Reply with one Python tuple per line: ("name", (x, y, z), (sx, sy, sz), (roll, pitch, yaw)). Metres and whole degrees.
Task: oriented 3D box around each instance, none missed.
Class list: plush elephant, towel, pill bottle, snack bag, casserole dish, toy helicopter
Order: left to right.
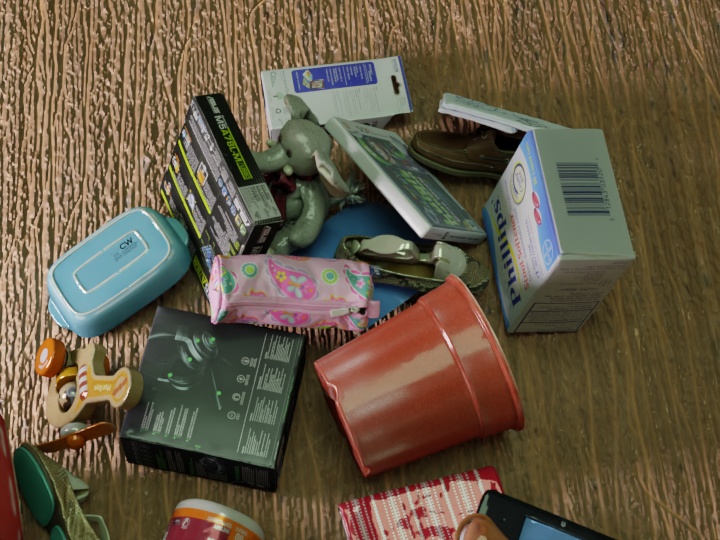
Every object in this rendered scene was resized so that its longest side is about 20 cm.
("toy helicopter", (-0.312, 0.148, 1.555), (0.079, 0.199, 0.133), (23, 71, -35))
("casserole dish", (-0.307, -0.004, 1.686), (0.199, 0.039, 0.121), (-35, 67, -8))
("pill bottle", (-0.186, 0.363, 1.479), (0.109, 0.110, 0.201), (17, 62, 5))
("plush elephant", (-0.088, -0.121, 1.693), (0.199, 0.155, 0.165), (-22, 46, -12))
("towel", (0.087, 0.314, 1.574), (0.198, 0.023, 0.145), (-12, 63, -10))
("snack bag", (0.199, -0.195, 1.780), (0.199, 0.189, 0.022), (16, 101, 0))

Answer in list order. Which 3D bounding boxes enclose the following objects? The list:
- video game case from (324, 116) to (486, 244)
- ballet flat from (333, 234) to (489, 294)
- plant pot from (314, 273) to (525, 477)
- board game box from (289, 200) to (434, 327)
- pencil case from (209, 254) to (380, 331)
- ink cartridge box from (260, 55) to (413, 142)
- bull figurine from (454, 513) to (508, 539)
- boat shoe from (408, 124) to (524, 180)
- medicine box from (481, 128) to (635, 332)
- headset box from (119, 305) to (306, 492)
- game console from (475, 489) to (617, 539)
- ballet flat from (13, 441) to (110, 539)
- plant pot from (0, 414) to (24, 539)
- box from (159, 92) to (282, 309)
("video game case", (0.061, -0.114, 1.728), (0.023, 0.181, 0.200), (-47, 69, 19))
("ballet flat", (0.066, -0.011, 1.671), (0.198, 0.075, 0.068), (7, 57, -1))
("plant pot", (0.061, 0.136, 1.583), (0.194, 0.201, 0.202), (-24, 66, -7))
("board game box", (0.000, 0.000, 1.729), (0.199, 0.039, 0.158), (-34, 65, -26))
("pencil case", (-0.079, 0.027, 1.593), (0.198, 0.088, 0.088), (5, 61, -11))
("ink cartridge box", (-0.033, -0.235, 1.850), (0.198, 0.039, 0.100), (-7, 62, -6))
("bull figurine", (0.166, 0.363, 1.479), (0.121, 0.065, 0.200), (-42, 80, -19))
("boat shoe", (0.166, -0.164, 1.798), (0.198, 0.068, 0.072), (12, 38, -3))
("medicine box", (0.240, -0.046, 1.673), (0.102, 0.200, 0.183), (-1, 61, -16))
("headset box", (-0.178, 0.152, 1.602), (0.198, 0.093, 0.175), (10, 62, 2))
("game console", (0.206, 0.363, 1.531), (0.199, 0.031, 0.178), (22, 71, 1))
("ballet flat", (-0.334, 0.282, 1.548), (0.065, 0.071, 0.201), (-11, 62, -40))
("plant pot", (-0.470, 0.243, 1.479), (0.181, 0.201, 0.202), (-10, 63, -18))
("box", (-0.177, -0.083, 1.671), (0.047, 0.194, 0.201), (-13, 61, -28))
